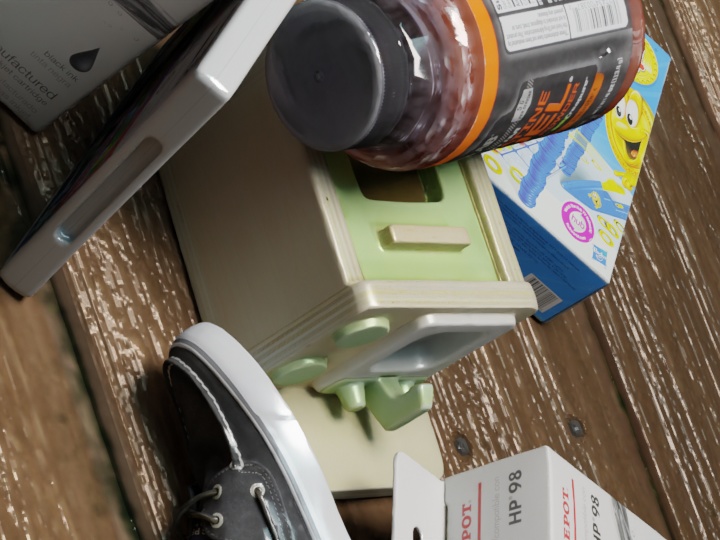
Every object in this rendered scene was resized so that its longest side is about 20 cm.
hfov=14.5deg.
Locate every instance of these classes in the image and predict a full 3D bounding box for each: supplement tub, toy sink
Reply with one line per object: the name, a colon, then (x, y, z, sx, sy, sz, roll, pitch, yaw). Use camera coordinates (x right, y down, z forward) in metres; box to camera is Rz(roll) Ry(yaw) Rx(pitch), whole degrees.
supplement tub: (0.043, -0.106, 1.357, 0.200, 0.107, 0.107, -17, 78, -49)
toy sink: (0.000, 0.000, 1.404, 0.130, 0.112, 0.201, 1, 65, -44)

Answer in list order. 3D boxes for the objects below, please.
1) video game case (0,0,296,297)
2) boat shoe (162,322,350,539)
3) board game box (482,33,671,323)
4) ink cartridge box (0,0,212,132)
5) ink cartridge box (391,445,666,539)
video game case: (-0.078, -0.094, 1.330, 0.023, 0.182, 0.200, 40, 43, -10)
boat shoe: (-0.051, 0.124, 1.319, 0.066, 0.070, 0.201, -25, 89, -27)
board game box: (0.073, -0.107, 1.588, 0.200, 0.056, 0.196, 40, 44, -20)
ink cartridge box: (-0.131, -0.174, 1.313, 0.146, 0.200, 0.085, 42, 43, -17)
ink cartridge box: (0.097, 0.168, 1.396, 0.200, 0.066, 0.116, 38, 43, -43)
